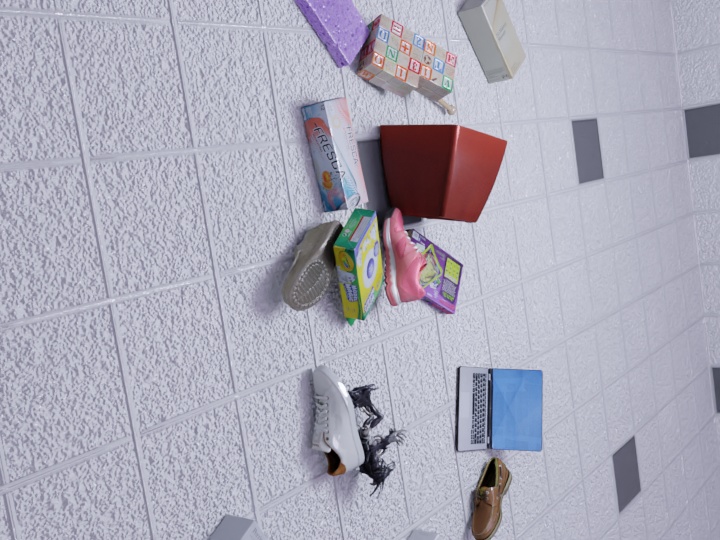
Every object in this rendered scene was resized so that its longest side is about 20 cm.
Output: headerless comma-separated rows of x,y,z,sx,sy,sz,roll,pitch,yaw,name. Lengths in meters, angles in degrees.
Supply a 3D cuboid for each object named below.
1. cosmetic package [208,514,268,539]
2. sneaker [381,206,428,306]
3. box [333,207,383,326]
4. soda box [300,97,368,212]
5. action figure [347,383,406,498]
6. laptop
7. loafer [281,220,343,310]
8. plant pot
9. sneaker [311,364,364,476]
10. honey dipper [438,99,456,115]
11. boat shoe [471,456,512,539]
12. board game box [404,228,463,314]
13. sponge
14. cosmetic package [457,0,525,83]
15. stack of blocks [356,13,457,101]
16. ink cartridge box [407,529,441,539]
-0.218,0.491,1.239,0.201,0.071,0.102,-52,124,-39,cosmetic package
0.092,-0.029,1.609,0.074,0.085,0.203,49,37,-72,sneaker
0.000,0.000,1.500,0.118,0.048,0.202,-62,155,-42,box
-0.047,-0.215,1.501,0.068,0.063,0.203,-25,105,-48,soda box
0.035,0.318,1.518,0.101,0.119,0.203,-12,88,-17,action figure
0.322,0.320,1.856,0.199,0.115,0.190,11,78,-49,laptop
-0.089,-0.007,1.429,0.076,0.068,0.201,61,43,-32,loafer
0.163,-0.195,1.661,0.198,0.198,0.179,3,93,-49,plant pot
-0.056,0.274,1.446,0.084,0.072,0.203,-23,98,-35,sneaker
0.150,-0.391,1.766,0.199,0.038,0.039,29,66,-45,honey dipper
0.288,0.521,1.843,0.068,0.071,0.201,55,40,-26,boat shoe
0.151,0.005,1.746,0.199,0.032,0.122,32,60,-43,board game box
-0.060,-0.500,1.534,0.201,0.030,0.112,52,51,-33,sponge
0.321,-0.571,1.957,0.201,0.072,0.104,57,48,-31,cosmetic package
0.098,-0.419,1.645,0.198,0.058,0.117,20,71,-28,stack of blocks
0.101,0.634,1.607,0.200,0.067,0.117,-42,118,-42,ink cartridge box
